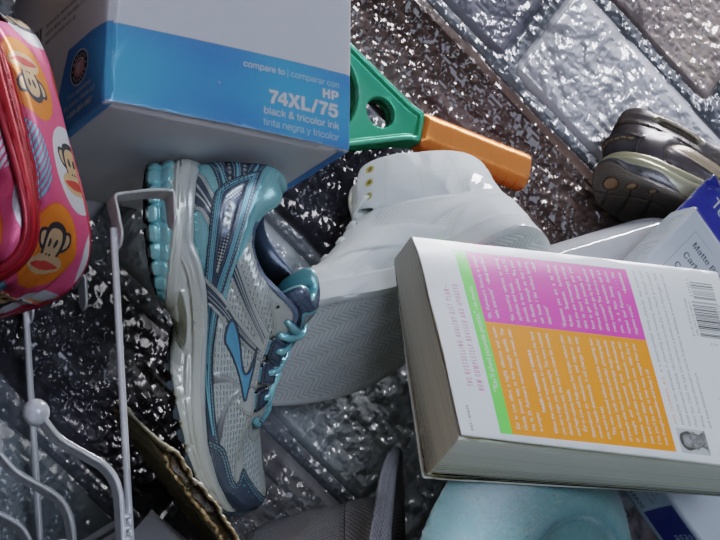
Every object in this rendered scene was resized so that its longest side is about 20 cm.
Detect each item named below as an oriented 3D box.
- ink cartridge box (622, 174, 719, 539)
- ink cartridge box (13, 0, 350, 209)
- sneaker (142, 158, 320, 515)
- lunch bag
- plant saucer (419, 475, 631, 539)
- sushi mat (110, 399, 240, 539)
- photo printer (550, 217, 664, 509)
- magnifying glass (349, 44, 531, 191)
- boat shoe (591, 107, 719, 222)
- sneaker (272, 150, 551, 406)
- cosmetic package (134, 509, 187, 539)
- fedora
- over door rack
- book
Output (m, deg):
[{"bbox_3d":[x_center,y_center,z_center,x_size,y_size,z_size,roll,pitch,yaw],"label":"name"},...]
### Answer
[{"bbox_3d":[0.222,0.068,1.361,0.200,0.041,0.200,-43,101,-33],"label":"ink cartridge box"},{"bbox_3d":[-0.100,-0.150,1.252,0.145,0.147,0.201,10,71,-28],"label":"ink cartridge box"},{"bbox_3d":[-0.062,0.037,1.216,0.086,0.078,0.201,-8,109,2],"label":"sneaker"},{"bbox_3d":[-0.239,-0.050,1.111,0.082,0.199,0.177,22,50,-67],"label":"lunch bag"},{"bbox_3d":[0.101,0.183,1.254,0.200,0.039,0.202,-9,102,-48],"label":"plant saucer"},{"bbox_3d":[-0.086,0.115,1.155,0.012,0.200,0.096,-38,101,-9],"label":"sushi mat"},{"bbox_3d":[0.157,0.059,1.390,0.199,0.069,0.167,-15,84,-34],"label":"photo printer"},{"bbox_3d":[0.017,-0.092,1.382,0.199,0.022,0.080,21,65,-26],"label":"magnifying glass"},{"bbox_3d":[0.243,-0.048,1.475,0.199,0.074,0.074,26,64,-24],"label":"boat shoe"},{"bbox_3d":[0.000,0.000,1.320,0.199,0.116,0.074,-23,128,-7],"label":"sneaker"},{"bbox_3d":[-0.135,0.222,1.116,0.200,0.051,0.083,-48,120,-4],"label":"cosmetic package"},{"bbox_3d":[-0.023,0.194,1.210,0.090,0.177,0.201,0,50,3],"label":"fedora"},{"bbox_3d":[-0.157,0.068,1.148,0.066,0.148,0.201,15,66,-23],"label":"over door rack"},{"bbox_3d":[0.122,0.051,1.248,0.199,0.048,0.134,7,55,-24],"label":"book"}]
